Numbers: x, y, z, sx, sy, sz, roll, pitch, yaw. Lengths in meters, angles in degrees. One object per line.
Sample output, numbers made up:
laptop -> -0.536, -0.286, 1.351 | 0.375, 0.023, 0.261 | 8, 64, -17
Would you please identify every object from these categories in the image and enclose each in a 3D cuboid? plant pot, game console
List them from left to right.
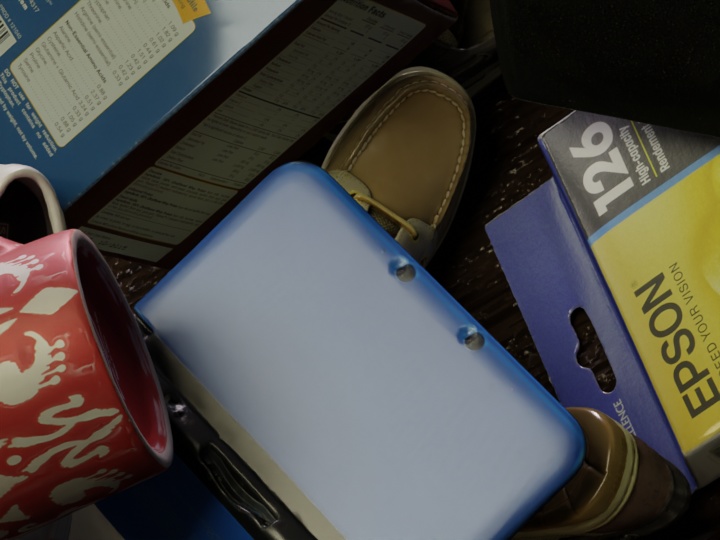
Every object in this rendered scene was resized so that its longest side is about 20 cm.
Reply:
game console -> -0.018, 0.086, 1.298 | 0.118, 0.171, 0.200 | -29, 62, -29
plant pot -> 0.161, -0.190, 1.297 | 0.200, 0.177, 0.200 | 13, 64, 28

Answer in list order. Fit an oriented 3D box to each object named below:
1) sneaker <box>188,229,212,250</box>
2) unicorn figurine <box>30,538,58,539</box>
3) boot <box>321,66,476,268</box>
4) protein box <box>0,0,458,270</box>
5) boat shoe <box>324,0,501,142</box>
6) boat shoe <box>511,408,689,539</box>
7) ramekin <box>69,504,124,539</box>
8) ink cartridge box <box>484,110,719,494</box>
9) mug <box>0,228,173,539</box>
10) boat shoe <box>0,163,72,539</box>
sneaker -> -0.075, -0.073, 1.539 | 0.088, 0.074, 0.200 | -43, 50, 16
unicorn figurine -> -0.152, 0.165, 1.276 | 0.200, 0.137, 0.074 | -11, 75, -5
boot -> 0.000, 0.000, 1.395 | 0.200, 0.072, 0.155 | -60, 6, 4
protein box -> -0.102, -0.144, 1.428 | 0.200, 0.135, 0.199 | -40, 69, 17
boat shoe -> 0.046, -0.125, 1.477 | 0.200, 0.065, 0.073 | -25, 57, 27
boat shoe -> 0.070, 0.103, 1.338 | 0.200, 0.065, 0.073 | -2, 64, 59
ramekin -> -0.192, 0.163, 1.379 | 0.098, 0.200, 0.201 | -19, 55, 58
ink cartridge box -> 0.157, -0.010, 1.351 | 0.200, 0.047, 0.198 | -35, 52, 17
mug -> -0.197, 0.050, 1.220 | 0.200, 0.178, 0.133 | -21, 22, 6
boat shoe -> -0.159, 0.051, 1.319 | 0.065, 0.073, 0.200 | 170, 94, -66
